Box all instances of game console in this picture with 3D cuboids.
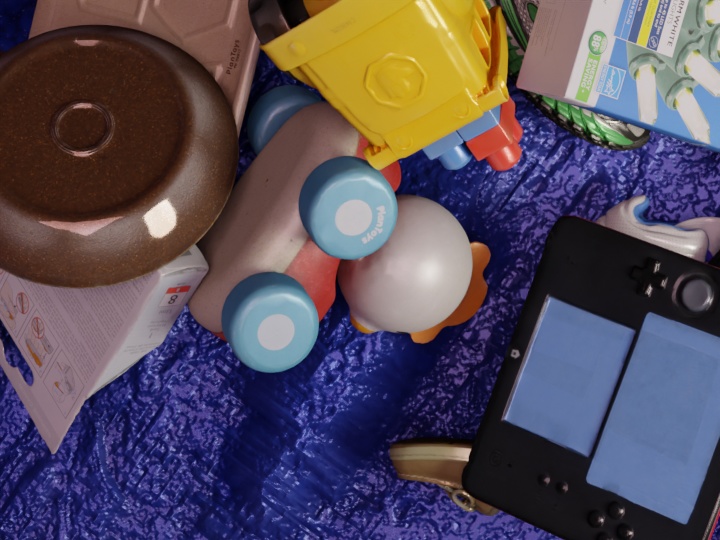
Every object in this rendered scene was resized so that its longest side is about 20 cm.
[{"bbox_3d":[0.171,0.083,1.244,0.176,0.031,0.201,22,93,24],"label":"game console"}]

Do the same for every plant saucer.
[{"bbox_3d":[-0.180,-0.085,1.252,0.199,0.037,0.202,0,63,1],"label":"plant saucer"}]

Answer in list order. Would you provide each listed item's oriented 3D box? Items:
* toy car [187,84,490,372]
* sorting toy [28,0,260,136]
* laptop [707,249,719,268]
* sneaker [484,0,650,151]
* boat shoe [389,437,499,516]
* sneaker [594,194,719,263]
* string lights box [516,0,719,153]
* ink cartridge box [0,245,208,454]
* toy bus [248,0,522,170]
[{"bbox_3d":[0.000,0.000,1.312,0.199,0.184,0.177,31,100,-26],"label":"toy car"},{"bbox_3d":[-0.149,-0.163,1.342,0.199,0.036,0.187,17,95,27],"label":"sorting toy"},{"bbox_3d":[0.346,0.036,1.252,0.200,0.116,0.187,39,97,-24],"label":"laptop"},{"bbox_3d":[0.130,-0.163,1.309,0.085,0.078,0.200,-42,87,6],"label":"sneaker"},{"bbox_3d":[0.116,0.157,1.331,0.199,0.073,0.064,10,89,-1],"label":"boat shoe"},{"bbox_3d":[0.227,0.040,1.304,0.199,0.081,0.147,36,101,10],"label":"sneaker"},{"bbox_3d":[0.208,-0.141,1.257,0.199,0.059,0.104,13,95,-32],"label":"string lights box"},{"bbox_3d":[-0.197,0.005,1.330,0.163,0.050,0.200,55,134,23],"label":"ink cartridge box"},{"bbox_3d":[0.038,-0.157,1.231,0.135,0.201,0.192,-29,119,22],"label":"toy bus"}]
